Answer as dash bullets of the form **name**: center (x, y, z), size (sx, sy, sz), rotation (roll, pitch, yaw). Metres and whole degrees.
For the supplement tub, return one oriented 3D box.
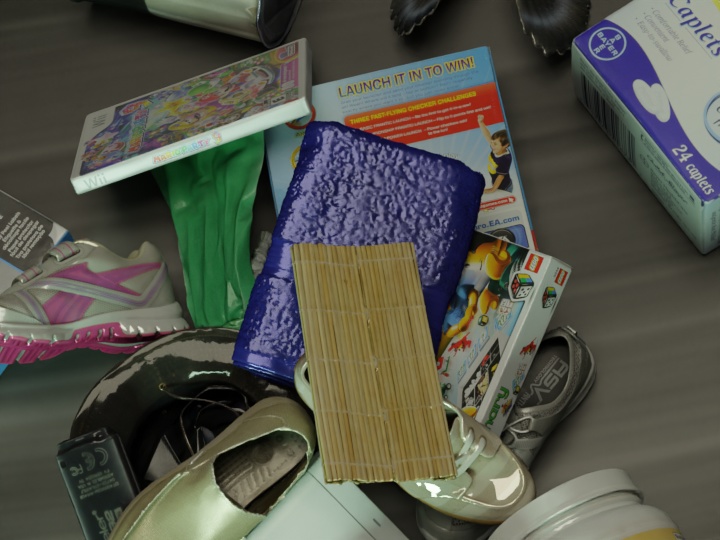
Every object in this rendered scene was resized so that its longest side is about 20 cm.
- **supplement tub**: center (0.187, 0.258, 1.592), size (0.145, 0.145, 0.200), rotation (-28, 65, -4)

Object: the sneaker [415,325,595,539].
- **sneaker**: center (0.104, 0.120, 1.700), size (0.075, 0.082, 0.200), rotation (29, 73, 19)

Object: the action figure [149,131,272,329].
- **action figure**: center (-0.108, -0.016, 1.791), size (0.118, 0.055, 0.201), rotation (-28, 56, 32)

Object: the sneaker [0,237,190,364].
- **sneaker**: center (-0.236, 0.021, 1.760), size (0.199, 0.081, 0.089), rotation (-3, 77, -29)

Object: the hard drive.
- **hard drive**: center (-0.053, 0.252, 1.660), size (0.200, 0.027, 0.132), rotation (-46, 103, -12)

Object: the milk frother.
- **milk frother**: center (-0.144, -0.310, 1.864), size (0.188, 0.200, 0.181), rotation (14, 65, 14)

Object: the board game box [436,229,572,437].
- **board game box**: center (0.066, 0.067, 1.687), size (0.126, 0.035, 0.201), rotation (21, 85, 41)

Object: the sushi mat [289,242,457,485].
- **sushi mat**: center (0.007, 0.063, 1.586), size (0.095, 0.012, 0.200), rotation (2, 56, -17)

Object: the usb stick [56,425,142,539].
- **usb stick**: center (-0.171, 0.215, 1.665), size (0.055, 0.033, 0.201), rotation (-20, 91, 11)

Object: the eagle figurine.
- **eagle figurine**: center (0.112, -0.284, 1.871), size (0.152, 0.151, 0.201), rotation (14, 100, 55)

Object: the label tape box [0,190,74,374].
- **label tape box**: center (-0.349, -0.010, 1.835), size (0.200, 0.066, 0.143), rotation (30, 74, 18)

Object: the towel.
- **towel**: center (0.000, 0.000, 1.676), size (0.147, 0.050, 0.201), rotation (18, 81, -4)

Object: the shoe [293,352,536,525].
- **shoe**: center (0.037, 0.119, 1.603), size (0.200, 0.053, 0.070), rotation (31, 81, 4)

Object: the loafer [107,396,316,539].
- **loafer**: center (-0.110, 0.169, 1.627), size (0.076, 0.068, 0.200), rotation (45, 79, -9)

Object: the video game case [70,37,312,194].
- **video game case**: center (-0.135, -0.127, 1.820), size (0.199, 0.018, 0.143), rotation (-19, 24, 7)

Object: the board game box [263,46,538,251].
- **board game box**: center (0.030, -0.064, 1.807), size (0.199, 0.056, 0.196), rotation (-12, 65, 3)

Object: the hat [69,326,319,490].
- **hat**: center (-0.123, 0.138, 1.719), size (0.200, 0.081, 0.201), rotation (0, 90, 1)

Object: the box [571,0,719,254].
- **box**: center (0.300, -0.149, 1.777), size (0.200, 0.105, 0.184), rotation (-33, 66, -7)
